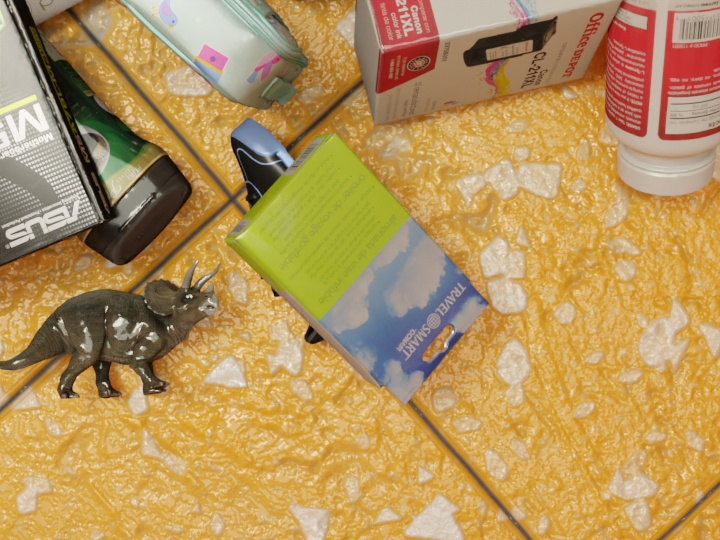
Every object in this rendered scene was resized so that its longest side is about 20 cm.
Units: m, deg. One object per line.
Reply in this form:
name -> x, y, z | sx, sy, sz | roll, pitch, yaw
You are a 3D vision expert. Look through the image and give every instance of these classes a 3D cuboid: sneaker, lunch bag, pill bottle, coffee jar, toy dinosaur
sneaker -> -0.064, -0.031, 0.909 | 0.078, 0.070, 0.201 | -35, 95, -11
lunch bag -> -0.113, -0.198, 0.840 | 0.160, 0.200, 0.077 | 40, 98, -5
pill bottle -> 0.262, -0.169, 0.881 | 0.111, 0.113, 0.202 | -11, 127, -5
coffee jar -> -0.240, -0.101, 0.882 | 0.200, 0.085, 0.104 | 44, 88, -4
toy dinosaur -> -0.213, 0.056, 0.905 | 0.197, 0.077, 0.104 | -6, 80, 0

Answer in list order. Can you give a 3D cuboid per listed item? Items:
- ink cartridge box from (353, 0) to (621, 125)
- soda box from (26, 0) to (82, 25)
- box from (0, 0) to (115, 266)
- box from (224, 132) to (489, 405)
ink cartridge box -> 0.099, -0.206, 0.876 | 0.198, 0.146, 0.084 | -13, 75, -5
soda box -> -0.281, -0.250, 0.877 | 0.199, 0.064, 0.069 | -30, 71, -4
box -> -0.319, -0.091, 0.816 | 0.198, 0.048, 0.195 | -21, 93, 2
box -> 0.000, 0.000, 0.873 | 0.200, 0.048, 0.122 | 46, 78, -17
